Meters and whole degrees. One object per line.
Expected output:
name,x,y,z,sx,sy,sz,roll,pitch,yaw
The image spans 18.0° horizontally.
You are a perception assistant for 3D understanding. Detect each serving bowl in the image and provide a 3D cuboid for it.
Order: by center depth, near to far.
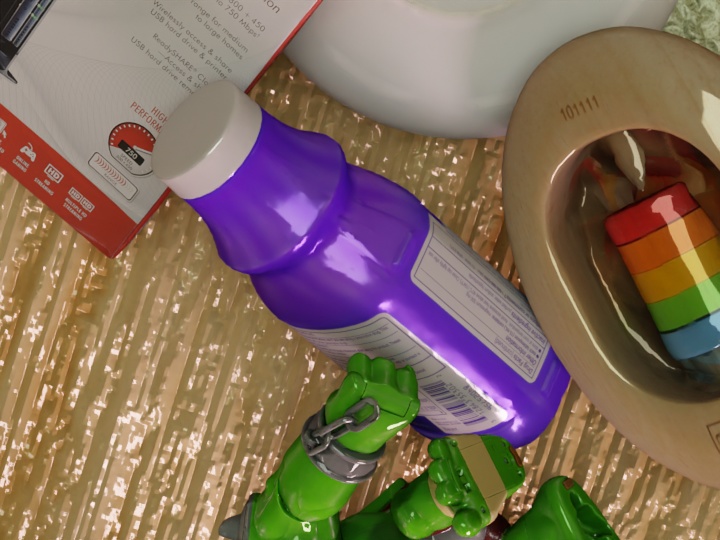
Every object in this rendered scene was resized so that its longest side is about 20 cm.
serving bowl,0.041,-0.149,0.923,0.199,0.066,0.202,1,102,4

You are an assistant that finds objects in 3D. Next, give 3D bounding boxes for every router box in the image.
router box,-0.124,-0.133,0.915,0.200,0.049,0.180,40,126,-3

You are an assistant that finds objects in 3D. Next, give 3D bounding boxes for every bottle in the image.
bottle,0.000,0.000,0.918,0.200,0.083,0.066,40,65,-31

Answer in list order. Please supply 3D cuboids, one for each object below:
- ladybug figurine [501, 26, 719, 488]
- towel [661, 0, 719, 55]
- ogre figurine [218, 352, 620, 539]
ladybug figurine,0.135,-0.006,0.908,0.135,0.072,0.201,-21,97,31
towel,0.172,-0.128,0.979,0.148,0.036,0.201,-24,93,-2
ogre figurine,0.032,0.120,0.941,0.120,0.199,0.099,-32,53,31
